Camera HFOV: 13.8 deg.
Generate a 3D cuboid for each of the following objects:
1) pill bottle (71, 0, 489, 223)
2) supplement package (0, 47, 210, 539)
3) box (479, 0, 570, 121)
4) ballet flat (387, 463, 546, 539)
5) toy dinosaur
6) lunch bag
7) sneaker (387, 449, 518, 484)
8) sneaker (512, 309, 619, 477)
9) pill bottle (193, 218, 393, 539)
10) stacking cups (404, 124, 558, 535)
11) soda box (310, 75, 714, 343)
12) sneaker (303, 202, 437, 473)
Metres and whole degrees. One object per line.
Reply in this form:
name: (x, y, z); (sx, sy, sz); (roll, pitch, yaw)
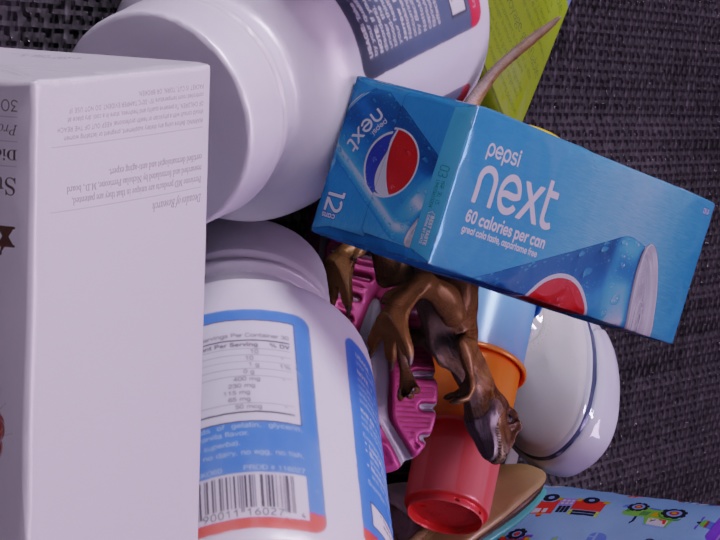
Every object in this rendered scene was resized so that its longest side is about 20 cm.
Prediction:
pill bottle: (-0.037, -0.087, 1.251); (0.200, 0.119, 0.120); (-32, 124, -58)
supplement package: (-0.135, 0.024, 1.070); (0.120, 0.121, 0.201); (-15, 108, -62)
box: (0.078, -0.179, 1.550); (0.122, 0.047, 0.201); (65, 39, -48)
ballet flat: (0.008, 0.137, 1.400); (0.200, 0.069, 0.063); (-40, 92, -30)
toy dinosaur: (0.034, -0.009, 1.317); (0.106, 0.060, 0.201); (-23, 120, -43)
lunch bag: (0.108, 0.187, 1.573); (0.200, 0.150, 0.095); (-26, 118, -61)
sneaker: (0.021, 0.127, 1.485); (0.106, 0.074, 0.201); (52, 40, -49)
sneaker: (0.070, 0.017, 1.495); (0.071, 0.073, 0.200); (29, 30, -39)
pill bottle: (-0.046, 0.075, 1.216); (0.200, 0.112, 0.113); (-96, 170, -47)
stacking cups: (0.061, 0.030, 1.417); (0.061, 0.060, 0.201); (54, 40, -54)
soda box: (0.068, -0.023, 1.252); (0.200, 0.064, 0.068); (17, 90, -53)
sneaker: (0.000, 0.000, 1.393); (0.088, 0.081, 0.201); (153, -46, -67)
